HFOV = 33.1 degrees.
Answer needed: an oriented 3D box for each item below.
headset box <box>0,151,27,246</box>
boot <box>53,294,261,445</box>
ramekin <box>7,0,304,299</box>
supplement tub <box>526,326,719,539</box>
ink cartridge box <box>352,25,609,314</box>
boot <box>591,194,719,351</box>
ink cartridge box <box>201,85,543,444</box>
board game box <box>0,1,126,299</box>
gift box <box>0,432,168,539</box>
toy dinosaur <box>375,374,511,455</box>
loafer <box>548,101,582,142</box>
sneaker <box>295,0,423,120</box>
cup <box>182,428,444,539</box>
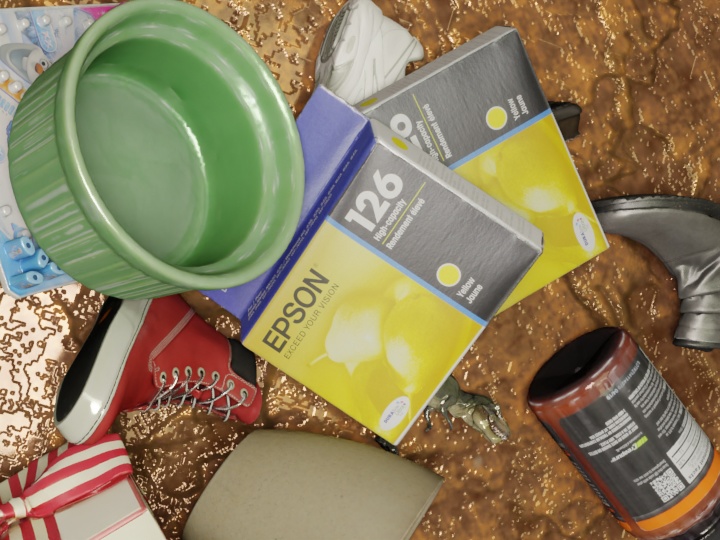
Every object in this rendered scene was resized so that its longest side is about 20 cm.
[{"bbox_3d":[-0.296,-0.084,0.853,0.201,0.077,0.149,57,40,-7],"label":"headset box"},{"bbox_3d":[-0.136,0.086,0.881,0.144,0.200,0.072,40,113,-14],"label":"boot"},{"bbox_3d":[-0.143,-0.075,0.834,0.199,0.097,0.201,18,64,-42],"label":"ramekin"},{"bbox_3d":[0.237,0.153,1.026,0.107,0.107,0.200,-40,101,-12],"label":"supplement tub"},{"bbox_3d":[0.072,-0.057,0.945,0.199,0.047,0.198,-31,109,-12],"label":"ink cartridge box"},{"bbox_3d":[0.284,0.004,1.055,0.199,0.070,0.133,5,92,-13],"label":"boot"},{"bbox_3d":[0.000,0.000,0.905,0.199,0.047,0.198,32,112,-6],"label":"ink cartridge box"},{"bbox_3d":[-0.199,-0.098,0.879,0.200,0.026,0.201,-19,92,-51],"label":"board game box"},{"bbox_3d":[-0.218,0.229,0.861,0.184,0.200,0.188,-31,114,-18],"label":"gift box"},{"bbox_3d":[0.028,0.095,1.001,0.200,0.047,0.088,40,76,-8],"label":"toy dinosaur"},{"bbox_3d":[0.104,-0.076,1.014,0.199,0.073,0.072,-31,108,-9],"label":"loafer"},{"bbox_3d":[-0.001,-0.116,0.976,0.099,0.078,0.201,23,84,-18],"label":"sneaker"},{"bbox_3d":[-0.048,0.202,0.917,0.143,0.200,0.201,33,80,10],"label":"cup"}]
